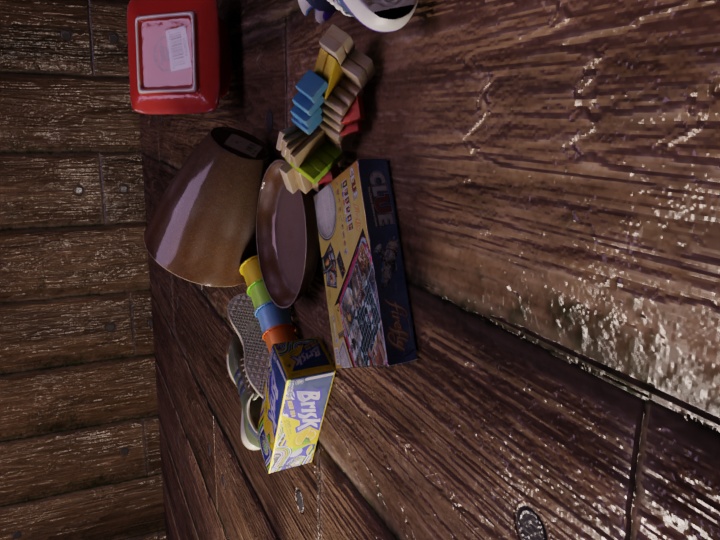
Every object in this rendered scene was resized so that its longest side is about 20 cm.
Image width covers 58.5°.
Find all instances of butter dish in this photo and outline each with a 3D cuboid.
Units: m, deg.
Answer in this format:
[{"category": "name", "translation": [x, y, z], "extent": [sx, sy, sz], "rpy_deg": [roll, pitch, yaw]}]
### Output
[{"category": "butter dish", "translation": [-0.302, -0.380, 1.154], "extent": [0.199, 0.148, 0.201], "rpy_deg": [5, 101, 25]}]

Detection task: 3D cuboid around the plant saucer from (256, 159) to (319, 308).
[{"category": "plant saucer", "translation": [-0.099, -0.050, 0.880], "extent": [0.200, 0.032, 0.201], "rpy_deg": [13, 105, 61]}]

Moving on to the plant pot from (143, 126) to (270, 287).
[{"category": "plant pot", "translation": [-0.215, -0.111, 0.994], "extent": [0.200, 0.186, 0.187], "rpy_deg": [-62, 38, 29]}]

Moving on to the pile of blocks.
[{"category": "pile of blocks", "translation": [-0.034, -0.146, 0.668], "extent": [0.062, 0.082, 0.200], "rpy_deg": [39, 141, 18]}]

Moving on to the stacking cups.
[{"category": "stacking cups", "translation": [-0.125, 0.071, 0.943], "extent": [0.200, 0.060, 0.061], "rpy_deg": [68, 151, 29]}]

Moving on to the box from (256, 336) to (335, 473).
[{"category": "box", "translation": [-0.091, 0.185, 0.872], "extent": [0.064, 0.070, 0.200], "rpy_deg": [57, 144, 42]}]

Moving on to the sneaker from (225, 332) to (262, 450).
[{"category": "sneaker", "translation": [-0.170, 0.193, 1.066], "extent": [0.090, 0.067, 0.201], "rpy_deg": [-30, 67, 56]}]

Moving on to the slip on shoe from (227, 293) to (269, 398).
[{"category": "slip on shoe", "translation": [-0.154, 0.124, 1.021], "extent": [0.200, 0.074, 0.061], "rpy_deg": [58, 180, 34]}]

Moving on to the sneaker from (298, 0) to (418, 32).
[{"category": "sneaker", "translation": [-0.010, -0.270, 0.609], "extent": [0.147, 0.080, 0.201], "rpy_deg": [113, 138, -66]}]

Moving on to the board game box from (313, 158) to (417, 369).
[{"category": "board game box", "translation": [0.000, 0.000, 0.675], "extent": [0.135, 0.034, 0.201], "rpy_deg": [159, 105, -65]}]
